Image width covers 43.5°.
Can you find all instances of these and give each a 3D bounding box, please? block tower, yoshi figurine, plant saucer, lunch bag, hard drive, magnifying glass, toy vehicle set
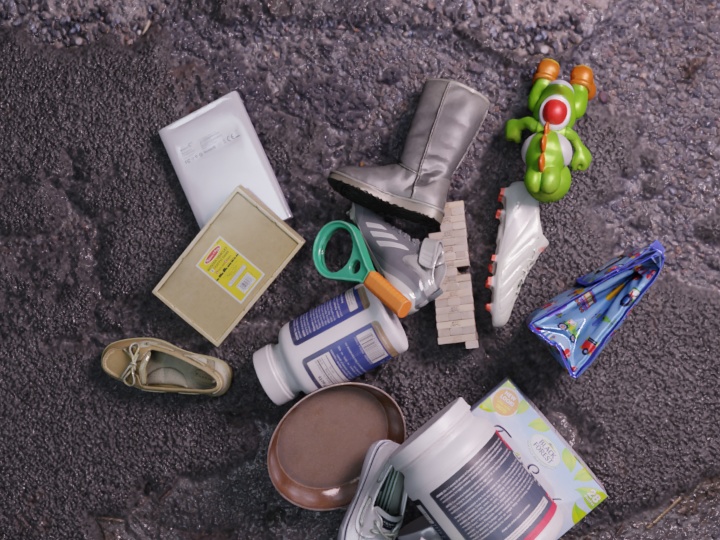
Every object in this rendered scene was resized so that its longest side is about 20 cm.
[{"bbox_3d":[0.126,0.008,1.246,0.057,0.054,0.203,-7,87,9],"label":"block tower"},{"bbox_3d":[0.255,-0.174,1.207,0.111,0.112,0.202,32,61,-28],"label":"yoshi figurine"},{"bbox_3d":[-0.035,0.235,1.231,0.198,0.035,0.203,-9,116,-18],"label":"plant saucer"},{"bbox_3d":[0.317,0.037,1.168,0.200,0.151,0.094,-42,83,5],"label":"lunch bag"},{"bbox_3d":[-0.196,-0.140,1.311,0.131,0.025,0.202,-25,85,7],"label":"hard drive"},{"bbox_3d":[0.000,0.000,1.193,0.200,0.022,0.080,41,105,41],"label":"magnifying glass"},{"bbox_3d":[-0.188,-0.006,1.285,0.124,0.027,0.200,41,100,-5],"label":"toy vehicle set"}]

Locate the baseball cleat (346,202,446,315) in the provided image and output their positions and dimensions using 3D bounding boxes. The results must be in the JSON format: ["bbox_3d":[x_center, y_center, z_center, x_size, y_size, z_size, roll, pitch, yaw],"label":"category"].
[{"bbox_3d":[0.056,-0.031,1.226,0.106,0.070,0.201,-28,58,6],"label":"baseball cleat"}]

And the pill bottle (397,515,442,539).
[{"bbox_3d":[0.128,0.428,1.203,0.118,0.120,0.202,-25,85,7],"label":"pill bottle"}]

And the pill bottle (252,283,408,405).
[{"bbox_3d":[-0.043,0.104,1.240,0.198,0.111,0.112,-28,85,7],"label":"pill bottle"}]

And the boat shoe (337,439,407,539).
[{"bbox_3d":[0.021,0.324,1.185,0.073,0.066,0.203,18,76,-31],"label":"boat shoe"}]

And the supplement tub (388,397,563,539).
[{"bbox_3d":[0.143,0.276,1.127,0.140,0.140,0.201,-40,84,5],"label":"supplement tub"}]

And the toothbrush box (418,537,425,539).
[{"bbox_3d":[0.112,0.441,1.073,0.199,0.086,0.146,33,122,6],"label":"toothbrush box"}]

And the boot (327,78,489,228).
[{"bbox_3d":[0.067,-0.174,1.225,0.180,0.073,0.202,19,79,-2],"label":"boot"}]

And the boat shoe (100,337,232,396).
[{"bbox_3d":[-0.285,0.142,1.298,0.198,0.063,0.074,14,90,8],"label":"boat shoe"}]

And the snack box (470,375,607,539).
[{"bbox_3d":[0.204,0.274,1.221,0.168,0.068,0.200,-41,84,6],"label":"snack box"}]

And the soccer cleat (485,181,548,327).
[{"bbox_3d":[0.216,-0.021,1.229,0.076,0.069,0.203,9,87,5],"label":"soccer cleat"}]
